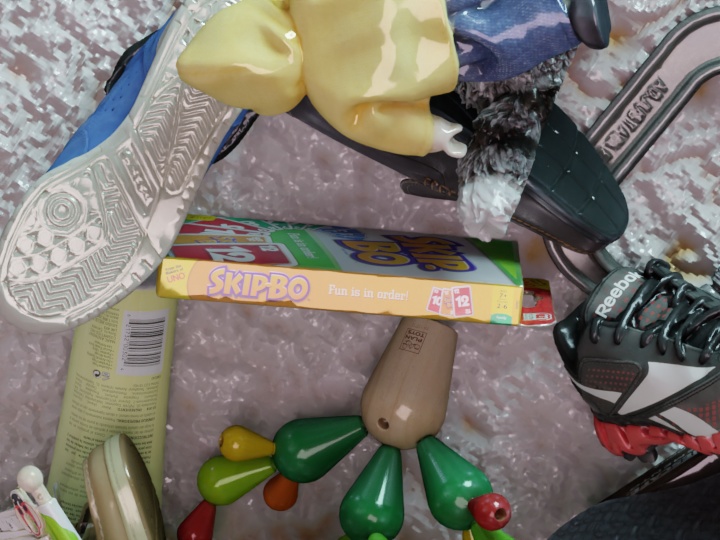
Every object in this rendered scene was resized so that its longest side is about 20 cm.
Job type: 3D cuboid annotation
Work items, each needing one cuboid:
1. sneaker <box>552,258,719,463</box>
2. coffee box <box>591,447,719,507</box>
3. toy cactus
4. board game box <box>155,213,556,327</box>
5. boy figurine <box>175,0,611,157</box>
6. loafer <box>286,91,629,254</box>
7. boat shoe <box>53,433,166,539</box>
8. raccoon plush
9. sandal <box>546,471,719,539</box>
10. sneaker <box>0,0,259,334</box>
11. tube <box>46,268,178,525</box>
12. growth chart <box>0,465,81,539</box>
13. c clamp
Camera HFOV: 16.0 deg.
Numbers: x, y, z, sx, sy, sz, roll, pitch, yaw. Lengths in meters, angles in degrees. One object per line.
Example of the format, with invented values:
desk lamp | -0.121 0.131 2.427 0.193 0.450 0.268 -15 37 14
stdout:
sneaker | 0.160 0.042 1.266 0.071 0.200 0.098 -42 103 -23
coffee box | 0.217 0.183 1.337 0.113 0.080 0.200 -35 90 10
toy cactus | 0.004 0.102 1.327 0.199 0.102 0.166 10 76 36
board game box | 0.000 0.000 1.307 0.199 0.096 0.030 7 105 0
boy figurine | 0.015 -0.108 1.184 0.199 0.064 0.125 -15 102 14
loafer | 0.045 -0.067 1.311 0.200 0.073 0.072 36 127 -1
boat shoe | -0.130 0.175 1.342 0.062 0.073 0.201 -6 122 -2
raccoon plush | 0.040 -0.126 1.241 0.134 0.200 0.097 23 137 -3
sandal | 0.173 0.137 1.265 0.199 0.075 0.045 -25 140 21
sneaker | -0.112 -0.053 1.284 0.077 0.111 0.200 33 87 -4
tube | -0.134 0.090 1.361 0.058 0.052 0.201 24 116 35
growth chart | -0.168 0.184 1.333 0.018 0.200 0.145 -35 91 -34
c clamp | 0.200 -0.043 1.325 0.171 0.027 0.200 44 102 -7
